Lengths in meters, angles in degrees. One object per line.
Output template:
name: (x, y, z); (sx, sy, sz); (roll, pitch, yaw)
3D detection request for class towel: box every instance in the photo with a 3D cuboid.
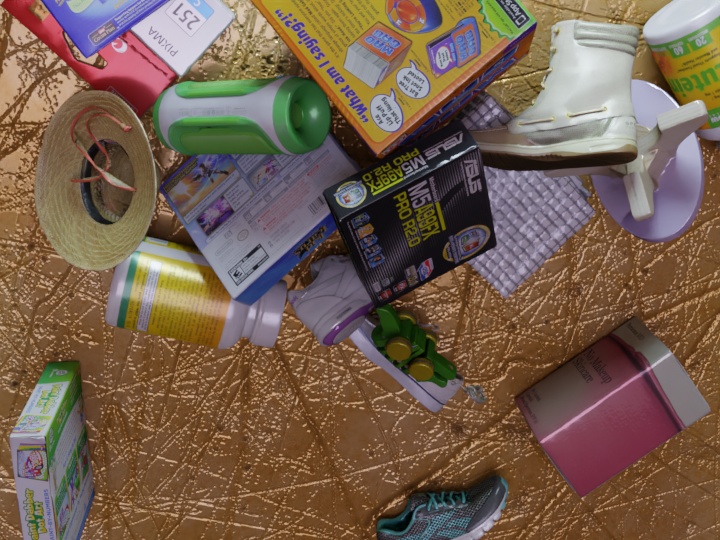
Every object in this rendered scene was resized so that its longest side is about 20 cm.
towel: (0.163, -0.093, 1.212); (0.200, 0.086, 0.166); (42, 98, -16)

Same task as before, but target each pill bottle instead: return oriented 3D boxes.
pill bottle: (0.425, -0.224, 1.177); (0.111, 0.111, 0.200); (-34, 109, 6)
pill bottle: (-0.194, 0.031, 1.199); (0.200, 0.113, 0.113); (13, 107, -11)

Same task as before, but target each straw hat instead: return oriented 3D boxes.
straw hat: (-0.276, -0.101, 1.152); (0.201, 0.085, 0.201); (2, 94, 30)

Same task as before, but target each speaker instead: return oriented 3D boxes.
speaker: (-0.131, -0.166, 1.086); (0.200, 0.088, 0.089); (5, 115, 37)

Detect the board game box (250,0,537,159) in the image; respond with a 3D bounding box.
board game box: (0.040, -0.254, 1.051); (0.200, 0.200, 0.200); (-39, 89, 7)

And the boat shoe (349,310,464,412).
boat shoe: (0.060, 0.091, 1.267); (0.086, 0.075, 0.202); (-44, 110, 10)

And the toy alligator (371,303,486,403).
toy alligator: (0.072, 0.110, 1.217); (0.054, 0.059, 0.200); (-29, 121, 32)

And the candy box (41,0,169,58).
candy box: (-0.274, -0.351, 1.033); (0.169, 0.077, 0.200); (-33, 109, 4)

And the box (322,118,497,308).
box: (0.059, -0.054, 1.076); (0.160, 0.044, 0.200); (-27, 149, -3)

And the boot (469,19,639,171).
boot: (0.204, -0.192, 1.103); (0.200, 0.072, 0.155); (1, 82, 24)

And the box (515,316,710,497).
box: (0.320, 0.173, 1.294); (0.200, 0.128, 0.109); (-36, 108, 6)

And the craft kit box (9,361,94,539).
craft kit box: (-0.365, 0.238, 1.205); (0.048, 0.200, 0.198); (1, 108, -5)

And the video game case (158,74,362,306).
video game case: (-0.108, -0.092, 1.144); (0.200, 0.045, 0.181); (-41, 65, 8)

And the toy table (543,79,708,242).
toy table: (0.309, -0.137, 1.142); (0.184, 0.117, 0.200); (-31, 66, 21)

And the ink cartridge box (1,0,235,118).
ink cartridge box: (-0.270, -0.289, 1.117); (0.200, 0.045, 0.176); (42, 99, -17)

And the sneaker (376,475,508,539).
sneaker: (0.106, 0.331, 1.356); (0.200, 0.078, 0.091); (-37, 105, 5)

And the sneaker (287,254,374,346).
sneaker: (0.000, 0.000, 1.210); (0.200, 0.075, 0.100); (-38, 69, -26)
